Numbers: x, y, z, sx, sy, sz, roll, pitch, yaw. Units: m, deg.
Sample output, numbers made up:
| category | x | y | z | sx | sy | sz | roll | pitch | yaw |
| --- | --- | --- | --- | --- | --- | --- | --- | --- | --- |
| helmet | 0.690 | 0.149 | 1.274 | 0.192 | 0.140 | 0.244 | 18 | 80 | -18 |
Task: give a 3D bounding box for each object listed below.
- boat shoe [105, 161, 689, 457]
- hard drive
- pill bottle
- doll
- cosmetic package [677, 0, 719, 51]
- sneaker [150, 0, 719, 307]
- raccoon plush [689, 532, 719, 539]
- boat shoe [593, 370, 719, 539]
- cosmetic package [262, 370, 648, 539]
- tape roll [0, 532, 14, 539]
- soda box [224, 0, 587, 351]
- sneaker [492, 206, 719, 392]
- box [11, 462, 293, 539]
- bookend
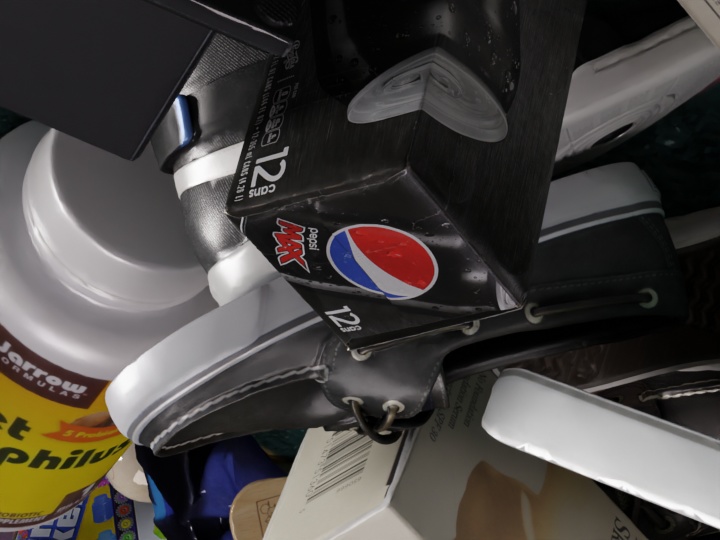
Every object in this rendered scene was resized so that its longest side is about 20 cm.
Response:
| category | x | y | z | sx | sy | sz | roll | pitch | yaw |
| --- | --- | --- | --- | --- | --- | --- | --- | --- | --- |
| boat shoe | 0.015 | 0.024 | 1.001 | 0.200 | 0.057 | 0.069 | -22 | 164 | -4 |
| hard drive | 0.152 | 0.082 | 1.003 | 0.200 | 0.026 | 0.132 | 22 | 179 | -43 |
| pill bottle | -0.114 | 0.014 | 1.135 | 0.109 | 0.109 | 0.200 | 23 | 144 | -13 |
| doll | -0.058 | 0.087 | 1.203 | 0.200 | 0.048 | 0.137 | 21 | 130 | 68 |
| cosmetic package | 0.127 | -0.135 | 0.870 | 0.103 | 0.087 | 0.200 | -13 | 138 | 35 |
| sneaker | 0.020 | -0.076 | 1.004 | 0.200 | 0.112 | 0.073 | -26 | 169 | 3 |
| raccoon plush | 0.078 | 0.154 | 1.215 | 0.134 | 0.201 | 0.097 | 11 | 171 | 3 |
| boat shoe | 0.090 | 0.081 | 1.128 | 0.200 | 0.066 | 0.072 | -14 | 102 | 24 |
| cosmetic package | 0.061 | 0.131 | 1.068 | 0.071 | 0.105 | 0.200 | -31 | 113 | 33 |
| tape roll | -0.248 | 0.165 | 1.411 | 0.199 | 0.085 | 0.200 | 9 | 144 | 7 |
| soda box | 0.023 | -0.080 | 0.883 | 0.063 | 0.200 | 0.071 | -13 | 137 | 31 |
| sneaker | 0.141 | 0.002 | 1.089 | 0.199 | 0.085 | 0.073 | -3 | 99 | 1 |
| box | -0.039 | 0.189 | 1.342 | 0.192 | 0.122 | 0.200 | -1 | 142 | 22 |
| bookend | -0.074 | -0.106 | 0.882 | 0.092 | 0.200 | 0.199 | 23 | 143 | -12 |
